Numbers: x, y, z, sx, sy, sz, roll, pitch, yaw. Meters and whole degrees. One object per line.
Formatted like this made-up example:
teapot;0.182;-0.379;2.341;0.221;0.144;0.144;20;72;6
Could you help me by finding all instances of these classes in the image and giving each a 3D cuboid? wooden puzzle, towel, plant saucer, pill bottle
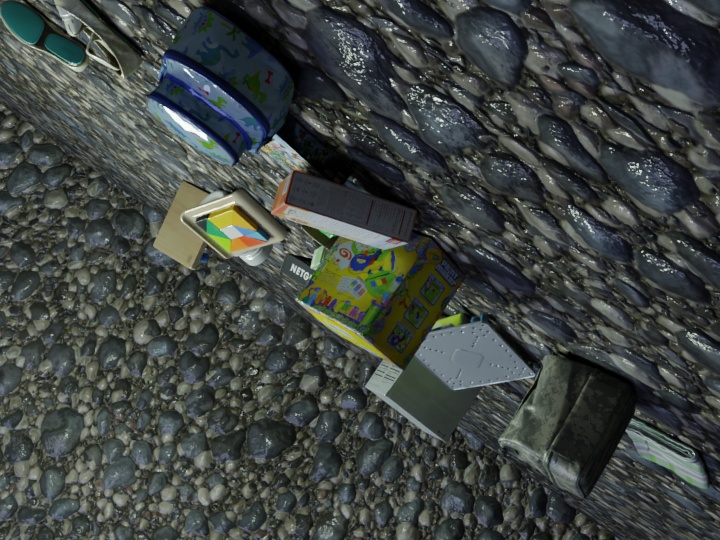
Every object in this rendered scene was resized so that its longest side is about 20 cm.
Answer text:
wooden puzzle;-0.305;-0.103;2.116;0.199;0.037;0.185;-19;135;31
towel;0.559;0.339;1.615;0.149;0.031;0.200;29;168;38
plant saucer;-0.022;-0.041;1.677;0.200;0.035;0.200;33;-175;-3
pill bottle;-0.319;-0.102;2.246;0.114;0.115;0.200;23;164;50

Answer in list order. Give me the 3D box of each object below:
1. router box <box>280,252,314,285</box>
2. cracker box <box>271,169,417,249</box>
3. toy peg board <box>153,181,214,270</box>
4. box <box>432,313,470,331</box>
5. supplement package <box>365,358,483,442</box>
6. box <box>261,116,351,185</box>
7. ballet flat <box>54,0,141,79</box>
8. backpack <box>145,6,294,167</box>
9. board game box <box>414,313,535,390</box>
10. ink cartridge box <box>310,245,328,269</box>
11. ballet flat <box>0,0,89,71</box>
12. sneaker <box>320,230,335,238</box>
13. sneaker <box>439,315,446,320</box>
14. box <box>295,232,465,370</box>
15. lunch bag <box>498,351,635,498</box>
router box;-0.067;0.024;2.009;0.149;0.051;0.200;12;-168;-43
cracker box;-0.028;-0.090;1.355;0.199;0.058;0.134;18;173;-13
toy peg board;-0.442;-0.113;2.418;0.199;0.200;0.098;26;-178;43
box;0.199;0.159;1.776;0.122;0.048;0.200;-21;129;37
supplement package;0.157;0.250;2.039;0.191;0.200;0.147;39;170;-16
box;-0.120;-0.201;1.376;0.200;0.038;0.136;40;168;-22
ballet flat;-0.457;-0.405;1.493;0.200;0.063;0.067;42;167;-29
backpack;-0.182;-0.231;1.149;0.183;0.147;0.200;35;167;-9
board game box;0.208;0.161;1.708;0.199;0.026;0.200;-16;136;36
ink cartridge box;0.000;0.000;1.873;0.199;0.048;0.146;16;173;-9
ballet flat;-0.636;-0.471;1.787;0.200;0.070;0.069;37;170;-6
sneaker;-0.056;-0.105;1.523;0.083;0.074;0.200;37;179;3
sneaker;0.116;0.096;1.854;0.199;0.072;0.073;16;127;31
box;0.032;0.030;1.485;0.200;0.193;0.122;24;166;49
lunch bag;0.341;0.248;1.464;0.167;0.201;0.139;25;163;30
